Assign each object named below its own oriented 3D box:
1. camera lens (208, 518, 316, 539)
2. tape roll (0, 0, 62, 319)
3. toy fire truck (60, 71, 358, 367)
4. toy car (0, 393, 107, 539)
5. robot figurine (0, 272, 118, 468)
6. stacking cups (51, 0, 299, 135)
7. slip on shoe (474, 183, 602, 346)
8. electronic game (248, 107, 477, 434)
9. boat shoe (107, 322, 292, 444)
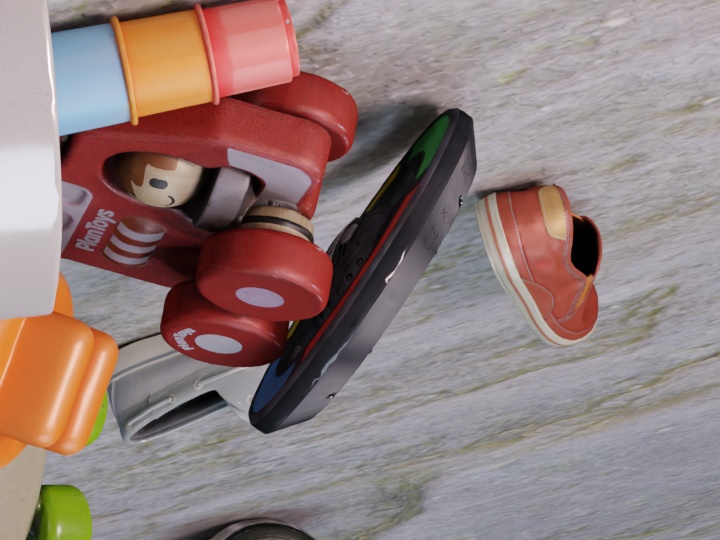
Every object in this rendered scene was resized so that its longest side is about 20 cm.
[{"bbox_3d":[-0.112,0.323,2.332,0.159,0.161,0.200,-2,161,-29],"label":"camera lens"},{"bbox_3d":[-0.190,-0.077,0.902,0.139,0.203,0.203,-6,163,-14],"label":"tape roll"},{"bbox_3d":[-0.099,-0.037,1.282,0.167,0.113,0.200,14,158,-12],"label":"toy fire truck"},{"bbox_3d":[-0.284,0.109,1.643,0.164,0.158,0.200,4,-174,-34],"label":"toy car"},{"bbox_3d":[-0.227,0.032,1.313,0.199,0.117,0.144,18,-147,17],"label":"robot figurine"},{"bbox_3d":[-0.129,-0.091,1.169,0.199,0.061,0.061,-14,164,-10],"label":"stacking cups"},{"bbox_3d":[0.124,-0.004,1.587,0.061,0.074,0.200,-18,158,11],"label":"slip on shoe"},{"bbox_3d":[0.000,0.000,1.352,0.042,0.200,0.200,34,153,-6],"label":"electronic game"},{"bbox_3d":[-0.075,0.066,1.671,0.200,0.072,0.070,-19,162,23],"label":"boat shoe"}]
